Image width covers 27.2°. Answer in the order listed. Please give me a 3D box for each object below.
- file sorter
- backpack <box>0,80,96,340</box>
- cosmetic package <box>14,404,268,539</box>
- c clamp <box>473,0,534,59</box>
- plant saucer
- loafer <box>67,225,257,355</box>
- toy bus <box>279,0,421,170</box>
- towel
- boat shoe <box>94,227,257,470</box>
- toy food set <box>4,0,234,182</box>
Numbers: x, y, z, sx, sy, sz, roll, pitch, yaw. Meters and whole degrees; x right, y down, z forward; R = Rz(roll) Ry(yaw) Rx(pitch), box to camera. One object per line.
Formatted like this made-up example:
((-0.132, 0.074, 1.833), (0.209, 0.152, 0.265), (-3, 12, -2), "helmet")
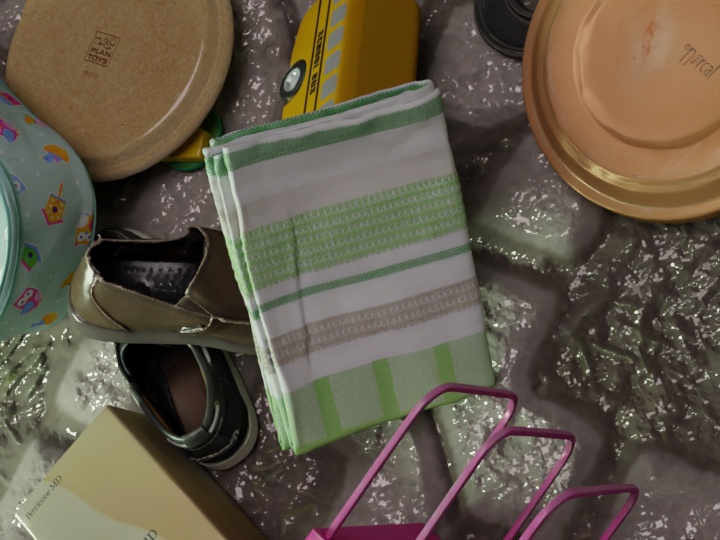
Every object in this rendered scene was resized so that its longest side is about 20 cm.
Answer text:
((0.101, 0.167, 0.821), (0.200, 0.139, 0.126), (40, 103, 27), "file sorter")
((-0.288, -0.042, 1.043), (0.200, 0.153, 0.176), (35, 116, 21), "backpack")
((-0.120, 0.191, 0.958), (0.200, 0.071, 0.105), (41, 94, 27), "cosmetic package")
((0.153, -0.218, 0.988), (0.171, 0.027, 0.200), (-12, 72, 25), "c clamp")
((0.191, -0.130, 0.916), (0.200, 0.032, 0.201), (-2, 85, 29), "plant saucer")
((-0.091, 0.010, 0.963), (0.200, 0.071, 0.073), (-4, 58, -7), "loafer")
((-0.009, -0.090, 0.961), (0.078, 0.065, 0.200), (-31, 42, 43), "toy bus")
((0.000, 0.000, 0.893), (0.149, 0.031, 0.200), (-17, 106, -12), "towel")
((-0.139, 0.043, 1.013), (0.072, 0.068, 0.200), (-40, 62, 14), "boat shoe")
((-0.180, -0.154, 1.097), (0.200, 0.049, 0.198), (3, 77, 24), "toy food set")
